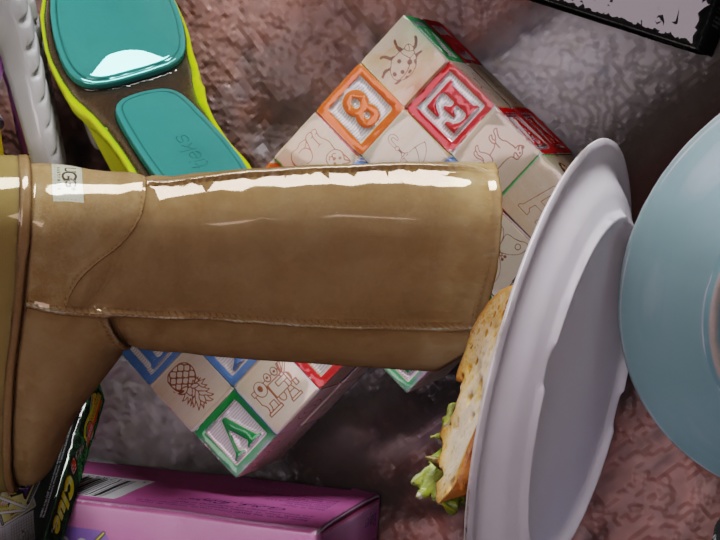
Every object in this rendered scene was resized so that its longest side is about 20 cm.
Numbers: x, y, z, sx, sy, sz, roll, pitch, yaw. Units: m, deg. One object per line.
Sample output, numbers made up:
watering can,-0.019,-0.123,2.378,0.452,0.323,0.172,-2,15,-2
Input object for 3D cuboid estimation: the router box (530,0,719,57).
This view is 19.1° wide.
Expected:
router box,0.078,-0.192,0.916,0.200,0.051,0.149,20,97,14

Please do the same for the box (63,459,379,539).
box,-0.094,0.195,0.970,0.176,0.097,0.201,6,96,16

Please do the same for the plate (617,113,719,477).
plate,0.203,0.011,0.856,0.200,0.026,0.201,-2,115,-5

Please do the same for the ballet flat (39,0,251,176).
ballet flat,-0.097,-0.065,0.949,0.067,0.067,0.200,-13,46,-18

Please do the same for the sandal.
sandal,-0.167,-0.098,0.961,0.050,0.082,0.203,-12,114,-3

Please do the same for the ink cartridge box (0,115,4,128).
ink cartridge box,-0.283,-0.048,0.963,0.160,0.200,0.047,-50,52,14

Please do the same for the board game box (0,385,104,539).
board game box,-0.181,0.125,0.898,0.105,0.023,0.200,3,49,12

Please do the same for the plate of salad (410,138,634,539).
plate of salad,0.069,0.044,0.857,0.048,0.200,0.201,12,97,19

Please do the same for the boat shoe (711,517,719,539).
boat shoe,0.181,0.098,0.854,0.057,0.069,0.200,63,149,7

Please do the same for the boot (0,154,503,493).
boot,-0.054,0.027,0.865,0.199,0.066,0.175,2,135,-10

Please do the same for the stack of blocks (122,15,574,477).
stack of blocks,0.000,0.000,0.948,0.115,0.059,0.200,46,105,10

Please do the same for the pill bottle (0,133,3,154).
pill bottle,-0.208,-0.046,0.907,0.112,0.113,0.200,10,128,16
